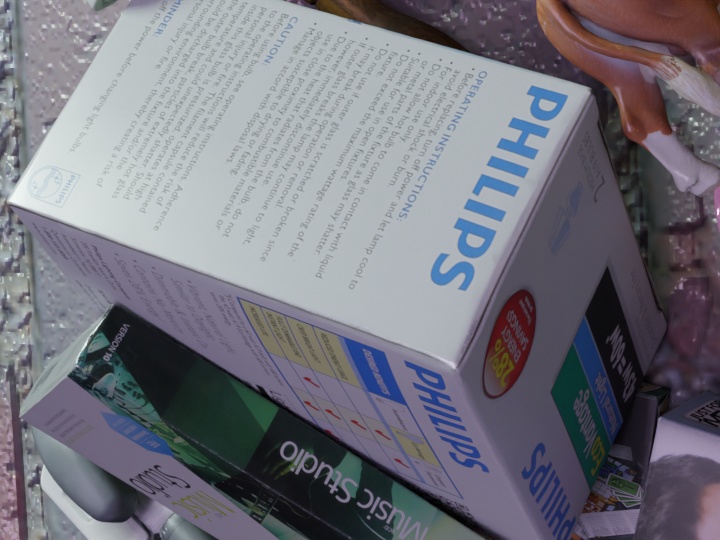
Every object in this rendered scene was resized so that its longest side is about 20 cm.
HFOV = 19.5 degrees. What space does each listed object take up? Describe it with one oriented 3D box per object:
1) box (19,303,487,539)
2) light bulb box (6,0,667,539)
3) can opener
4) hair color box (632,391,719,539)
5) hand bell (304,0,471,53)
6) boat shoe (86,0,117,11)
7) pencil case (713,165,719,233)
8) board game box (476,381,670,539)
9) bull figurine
[{"bbox_3d":[-0.045,0.092,0.901,0.200,0.144,0.036,32,71,-9],"label":"box"},{"bbox_3d":[0.000,0.000,0.848,0.200,0.198,0.125,19,69,25],"label":"light bulb box"},{"bbox_3d":[-0.094,0.143,1.012,0.200,0.066,0.053,42,104,23],"label":"can opener"},{"bbox_3d":[0.212,0.128,0.844,0.200,0.061,0.099,17,106,27],"label":"hair color box"},{"bbox_3d":[-0.012,-0.123,0.927,0.200,0.104,0.104,38,115,7],"label":"hand bell"},{"bbox_3d":[-0.061,-0.191,0.859,0.060,0.200,0.076,42,157,-7],"label":"boat shoe"},{"bbox_3d":[0.236,-0.037,0.789,0.200,0.087,0.088,-18,89,31],"label":"pencil case"},{"bbox_3d":[0.039,0.081,0.956,0.200,0.023,0.105,14,107,26],"label":"board game box"},{"bbox_3d":[0.146,-0.122,0.792,0.121,0.200,0.065,51,151,-2],"label":"bull figurine"}]
